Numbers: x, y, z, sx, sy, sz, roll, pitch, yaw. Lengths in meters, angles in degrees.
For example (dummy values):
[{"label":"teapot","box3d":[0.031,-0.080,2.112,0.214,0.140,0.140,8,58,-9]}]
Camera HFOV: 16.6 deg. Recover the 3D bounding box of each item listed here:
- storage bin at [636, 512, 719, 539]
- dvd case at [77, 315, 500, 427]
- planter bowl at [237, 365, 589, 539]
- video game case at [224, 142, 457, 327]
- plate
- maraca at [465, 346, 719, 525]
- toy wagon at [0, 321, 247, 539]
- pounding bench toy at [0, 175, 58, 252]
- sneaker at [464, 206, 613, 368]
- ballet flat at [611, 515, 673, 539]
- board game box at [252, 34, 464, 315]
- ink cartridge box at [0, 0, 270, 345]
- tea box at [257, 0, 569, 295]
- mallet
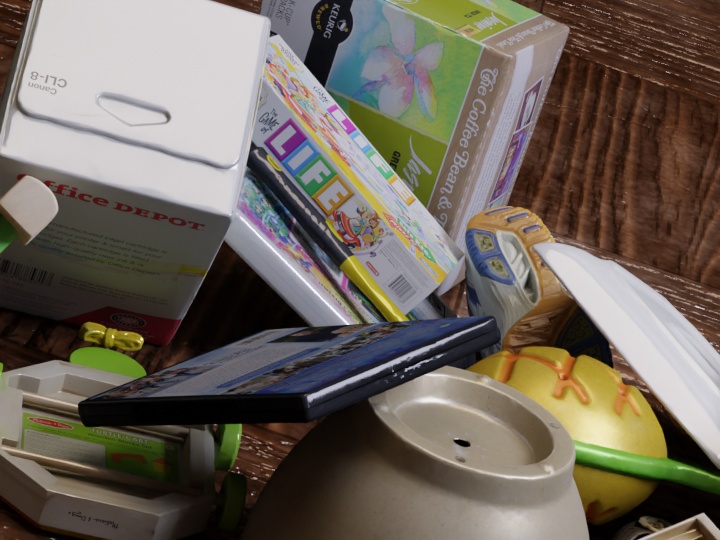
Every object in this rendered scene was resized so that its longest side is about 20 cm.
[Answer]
[{"label":"storage bin","box3d":[0.125,0.235,1.136,0.198,0.094,0.200,-19,36,-16]},{"label":"dvd case","box3d":[-0.041,0.055,1.333,0.142,0.018,0.200,-21,11,-40]},{"label":"planter bowl","box3d":[0.041,0.135,1.330,0.200,0.135,0.200,16,23,-7]},{"label":"video game case","box3d":[-0.011,0.004,1.618,0.200,0.024,0.182,46,18,-14]},{"label":"plate","box3d":[0.213,0.066,1.601,0.200,0.032,0.200,51,11,29]},{"label":"maraca","box3d":[0.135,0.107,1.502,0.199,0.107,0.137,15,4,-23]},{"label":"toy wagon","box3d":[-0.145,0.091,1.412,0.155,0.040,0.200,14,22,-11]},{"label":"pounding bench toy","box3d":[-0.280,-0.002,1.353,0.199,0.157,0.124,18,-9,-1]},{"label":"sneaker","box3d":[0.119,0.054,1.658,0.075,0.088,0.200,-6,52,-9]},{"label":"ballet flat","box3d":[0.172,0.188,1.422,0.067,0.046,0.200,21,22,4]},{"label":"board game box","box3d":[-0.015,-0.066,1.639,0.200,0.034,0.134,49,13,-1]},{"label":"ink cartridge box","box3d":[-0.153,-0.069,1.510,0.145,0.200,0.145,15,63,-11]},{"label":"tea box","box3d":[0.018,-0.114,1.799,0.196,0.201,0.134,24,23,16]},{"label":"mallet","box3d":[0.000,0.000,1.561,0.200,0.041,0.066,51,17,16]}]
